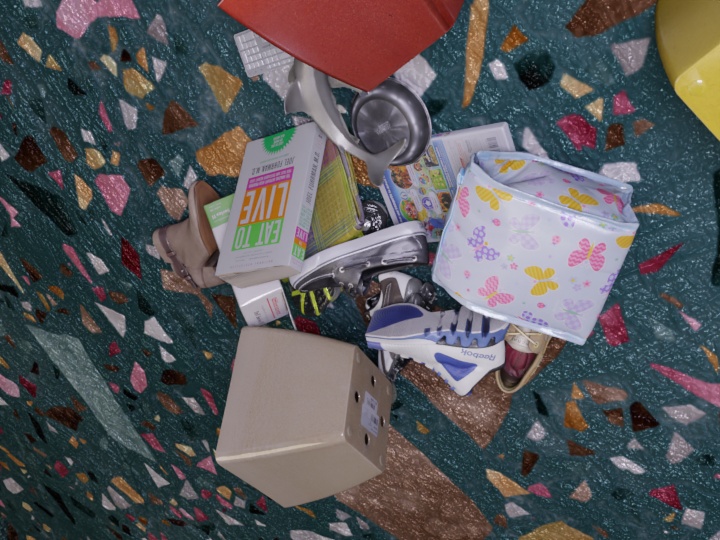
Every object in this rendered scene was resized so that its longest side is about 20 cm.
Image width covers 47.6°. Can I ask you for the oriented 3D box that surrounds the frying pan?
[{"bbox_3d":[0.025,-0.212,0.985,0.113,0.031,0.193,4,123,32],"label":"frying pan"}]

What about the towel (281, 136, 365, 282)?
[{"bbox_3d":[-0.068,-0.082,1.116,0.199,0.022,0.147,-33,65,44],"label":"towel"}]

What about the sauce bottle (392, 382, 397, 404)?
[{"bbox_3d":[-0.005,0.244,1.360,0.064,0.065,0.201,36,135,2],"label":"sauce bottle"}]

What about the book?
[{"bbox_3d":[-0.112,-0.086,1.075,0.132,0.204,0.048,-10,152,39],"label":"book"}]

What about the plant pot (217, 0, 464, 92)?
[{"bbox_3d":[0.007,-0.309,0.825,0.176,0.202,0.198,41,138,-22],"label":"plant pot"}]

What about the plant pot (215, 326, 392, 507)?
[{"bbox_3d":[-0.062,0.201,1.150,0.174,0.204,0.200,-9,144,24],"label":"plant pot"}]

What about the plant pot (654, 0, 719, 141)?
[{"bbox_3d":[0.369,-0.183,0.681,0.200,0.177,0.200,43,137,-6],"label":"plant pot"}]

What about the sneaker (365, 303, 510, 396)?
[{"bbox_3d":[0.106,0.111,1.079,0.195,0.081,0.117,-2,120,22],"label":"sneaker"}]

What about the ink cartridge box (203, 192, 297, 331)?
[{"bbox_3d":[-0.154,0.005,1.166,0.117,0.066,0.203,87,161,-70],"label":"ink cartridge box"}]

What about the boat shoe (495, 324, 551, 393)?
[{"bbox_3d":[0.220,0.083,1.077,0.073,0.067,0.203,19,132,20],"label":"boat shoe"}]

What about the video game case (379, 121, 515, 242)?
[{"bbox_3d":[0.113,-0.105,1.031,0.197,0.018,0.145,-4,122,36],"label":"video game case"}]

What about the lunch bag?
[{"bbox_3d":[0.192,-0.037,0.933,0.196,0.128,0.172,15,123,3],"label":"lunch bag"}]

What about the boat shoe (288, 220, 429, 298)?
[{"bbox_3d":[0.000,0.000,1.071,0.196,0.070,0.068,-20,74,11],"label":"boat shoe"}]

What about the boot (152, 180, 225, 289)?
[{"bbox_3d":[-0.272,-0.054,1.296,0.144,0.070,0.203,7,128,32],"label":"boot"}]

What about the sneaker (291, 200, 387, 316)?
[{"bbox_3d":[-0.028,-0.026,1.157,0.075,0.076,0.201,43,118,3],"label":"sneaker"}]

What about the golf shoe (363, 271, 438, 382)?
[{"bbox_3d":[0.046,0.081,1.195,0.094,0.077,0.203,32,129,19],"label":"golf shoe"}]

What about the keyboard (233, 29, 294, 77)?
[{"bbox_3d":[-0.082,-0.286,1.007,0.197,0.011,0.057,-4,119,41],"label":"keyboard"}]

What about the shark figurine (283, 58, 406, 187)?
[{"bbox_3d":[-0.046,-0.189,0.974,0.127,0.089,0.218,-20,101,46],"label":"shark figurine"}]
